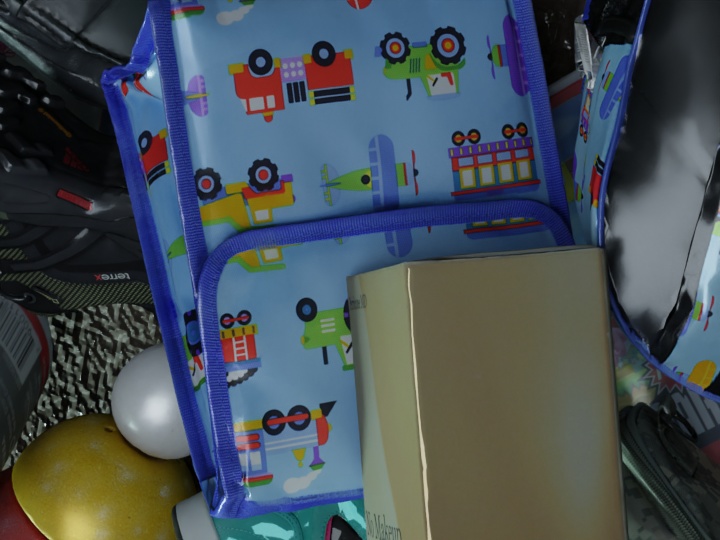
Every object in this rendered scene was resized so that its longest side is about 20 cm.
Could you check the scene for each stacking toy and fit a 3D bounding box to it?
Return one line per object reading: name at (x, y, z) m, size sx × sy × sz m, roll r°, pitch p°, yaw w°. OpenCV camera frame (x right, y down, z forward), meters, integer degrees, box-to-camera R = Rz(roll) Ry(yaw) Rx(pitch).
stacking toy at (-0.116, 0.115, 1.025) m, size 0.146 × 0.146 × 0.201 m, roll 39°, pitch 110°, yaw 8°

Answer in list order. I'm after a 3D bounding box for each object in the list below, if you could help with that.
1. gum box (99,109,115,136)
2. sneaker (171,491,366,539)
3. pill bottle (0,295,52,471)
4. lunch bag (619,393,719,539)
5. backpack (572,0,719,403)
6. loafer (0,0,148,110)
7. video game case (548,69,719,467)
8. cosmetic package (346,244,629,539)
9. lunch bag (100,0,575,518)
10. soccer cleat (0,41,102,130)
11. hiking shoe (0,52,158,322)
gum box at (-0.164, -0.068, 1.042) m, size 0.199 × 0.045 × 0.171 m, roll -33°, pitch 91°, yaw 27°
sneaker at (0.017, 0.139, 0.995) m, size 0.120 × 0.084 × 0.200 m, roll -29°, pitch 130°, yaw 7°
pill bottle at (-0.211, 0.082, 0.961) m, size 0.113 × 0.201 × 0.115 m, roll 9°, pitch 130°, yaw 11°
lunch bag at (0.101, 0.169, 0.900) m, size 0.168 × 0.139 × 0.200 m, roll 46°, pitch 107°, yaw 10°
backpack at (0.158, -0.050, 0.819) m, size 0.181 × 0.134 × 0.202 m, roll 14°, pitch 91°, yaw -13°
loafer at (-0.122, -0.120, 0.940) m, size 0.199 × 0.068 × 0.071 m, roll 27°, pitch 154°, yaw 6°
video game case at (0.148, 0.000, 0.933) m, size 0.142 × 0.017 × 0.201 m, roll -29°, pitch 87°, yaw 26°
cosmetic package at (0.044, 0.096, 0.785) m, size 0.070 × 0.105 × 0.202 m, roll -4°, pitch 87°, yaw -12°
lunch bag at (0.000, 0.000, 0.869) m, size 0.094 × 0.149 × 0.202 m, roll 141°, pitch 119°, yaw -67°
soccer cleat at (-0.206, -0.049, 0.991) m, size 0.198 × 0.086 × 0.070 m, roll -10°, pitch 101°, yaw 24°
hiking shoe at (-0.142, -0.024, 0.936) m, size 0.198 × 0.076 × 0.101 m, roll 21°, pitch 130°, yaw -4°
